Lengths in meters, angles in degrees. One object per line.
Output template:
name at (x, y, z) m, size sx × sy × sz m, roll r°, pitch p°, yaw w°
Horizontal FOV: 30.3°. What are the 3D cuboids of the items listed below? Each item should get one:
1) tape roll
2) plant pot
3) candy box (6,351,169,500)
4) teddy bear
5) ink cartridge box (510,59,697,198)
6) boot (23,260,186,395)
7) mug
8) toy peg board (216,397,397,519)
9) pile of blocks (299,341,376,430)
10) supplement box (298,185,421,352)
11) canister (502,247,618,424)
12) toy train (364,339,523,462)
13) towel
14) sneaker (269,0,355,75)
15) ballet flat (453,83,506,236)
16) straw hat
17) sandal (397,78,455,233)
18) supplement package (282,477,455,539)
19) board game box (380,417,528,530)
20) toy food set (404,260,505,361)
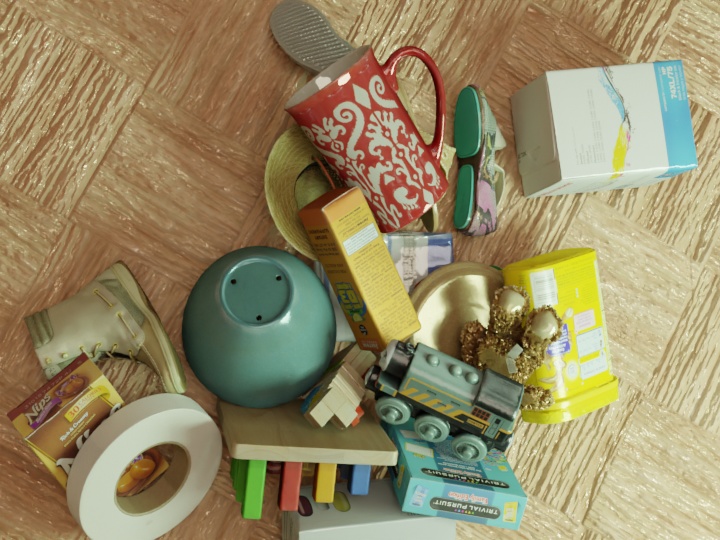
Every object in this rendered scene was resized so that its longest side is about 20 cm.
tape roll at (-0.257, 0.242, 1.595) m, size 0.202 × 0.204 × 0.037 m, roll -40°, pitch 50°, yaw -14°
plant pot at (-0.125, 0.052, 1.633) m, size 0.196 × 0.135 × 0.203 m, roll 1°, pitch 68°, yaw -3°
candy box at (-0.320, 0.204, 1.579) m, size 0.116 × 0.056 × 0.201 m, roll -40°, pitch 137°, yaw -14°
teddy bear at (0.184, 0.116, 1.677) m, size 0.143 × 0.067 × 0.203 m, roll 13°, pitch 108°, yaw 20°
ink cartridge box at (0.322, -0.187, 1.785) m, size 0.197 × 0.147 × 0.149 m, roll -7°, pitch 86°, yaw -14°
boot at (-0.311, 0.100, 1.622) m, size 0.153 × 0.072 × 0.201 m, roll -29°, pitch 61°, yaw -12°
mug at (0.029, -0.166, 1.638) m, size 0.201 × 0.176 × 0.134 m, roll 55°, pitch 33°, yaw -15°
toy peg board at (-0.075, 0.233, 1.634) m, size 0.196 × 0.200 × 0.100 m, roll 5°, pitch 100°, yaw -13°
pile of blocks at (-0.026, 0.161, 1.654) m, size 0.082 × 0.200 × 0.062 m, roll -39°, pitch 97°, yaw 24°
supplement box at (0.000, 0.000, 1.648) m, size 0.068 × 0.066 × 0.202 m, roll -34°, pitch 106°, yaw -29°
canister at (0.261, 0.082, 1.737) m, size 0.147 × 0.086 × 0.204 m, roll -15°, pitch 99°, yaw -39°
toy train at (0.104, 0.152, 1.612) m, size 0.198 × 0.115 × 0.086 m, roll 26°, pitch 45°, yaw 1°
towel at (0.032, 0.020, 1.759) m, size 0.196 × 0.024 × 0.150 m, roll 0°, pitch 84°, yaw -13°
sneaker at (-0.041, -0.277, 1.758) m, size 0.074 × 0.082 × 0.200 m, roll -45°, pitch 72°, yaw -3°
ballet flat at (0.163, -0.147, 1.792) m, size 0.070 × 0.069 × 0.204 m, roll 3°, pitch 87°, yaw -30°
straw hat at (-0.052, -0.096, 1.721) m, size 0.198 × 0.085 × 0.205 m, roll 6°, pitch 78°, yaw -29°
sandal at (0.092, -0.162, 1.768) m, size 0.069 × 0.078 × 0.215 m, roll -17°, pitch 81°, yaw -16°
supplement package at (0.008, 0.353, 1.644) m, size 0.197 × 0.111 × 0.158 m, roll -4°, pitch 110°, yaw -14°
board game box at (0.110, 0.245, 1.661) m, size 0.149 × 0.200 × 0.048 m, roll 12°, pitch 107°, yaw -12°
toy food set at (0.136, 0.088, 1.750) m, size 0.195 × 0.049 × 0.204 m, roll -4°, pitch 98°, yaw -20°
